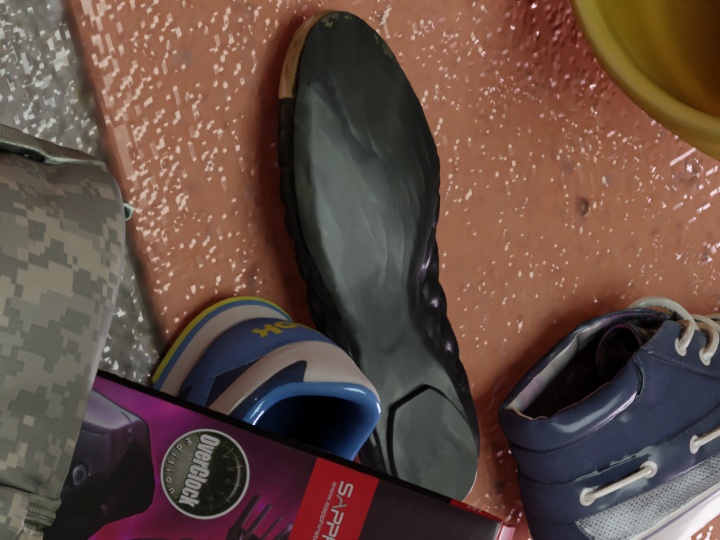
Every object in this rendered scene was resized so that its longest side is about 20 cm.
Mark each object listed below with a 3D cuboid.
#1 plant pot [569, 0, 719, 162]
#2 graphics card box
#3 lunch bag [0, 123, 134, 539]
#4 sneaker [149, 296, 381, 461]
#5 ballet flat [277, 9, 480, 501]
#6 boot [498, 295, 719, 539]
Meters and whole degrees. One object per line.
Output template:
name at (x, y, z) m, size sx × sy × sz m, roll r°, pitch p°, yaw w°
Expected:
plant pot at (0.207, -0.119, 1.157) m, size 0.189 × 0.200 × 0.202 m, roll 27°, pitch 83°, yaw -56°
graphics card box at (-0.061, 0.109, 0.981) m, size 0.051 × 0.199 × 0.126 m, roll 43°, pitch 67°, yaw -84°
lunch bag at (-0.177, 0.015, 0.876) m, size 0.200 × 0.139 × 0.168 m, roll 23°, pitch 91°, yaw -37°
sneaker at (-0.061, 0.105, 1.042) m, size 0.074 × 0.082 × 0.201 m, roll 35°, pitch 78°, yaw -42°
ballet flat at (0.000, 0.000, 1.100) m, size 0.066 × 0.057 × 0.201 m, roll -18°, pitch 106°, yaw -24°
boot at (0.143, 0.043, 1.208) m, size 0.200 × 0.073 × 0.091 m, roll -38°, pitch 128°, yaw -27°
